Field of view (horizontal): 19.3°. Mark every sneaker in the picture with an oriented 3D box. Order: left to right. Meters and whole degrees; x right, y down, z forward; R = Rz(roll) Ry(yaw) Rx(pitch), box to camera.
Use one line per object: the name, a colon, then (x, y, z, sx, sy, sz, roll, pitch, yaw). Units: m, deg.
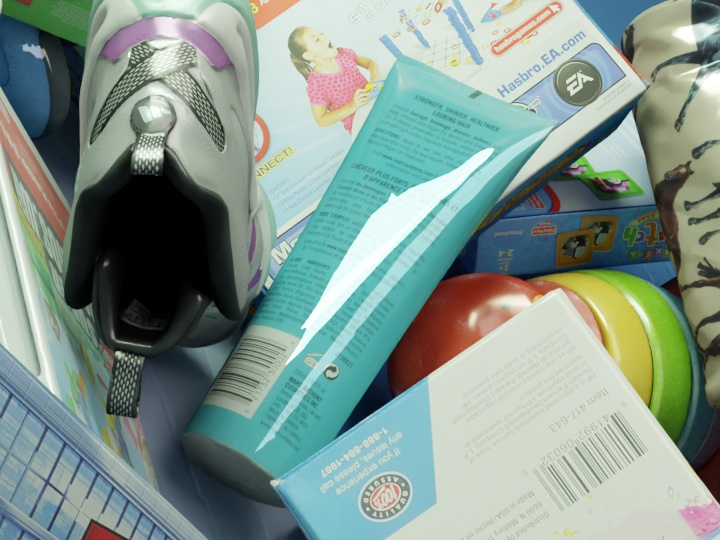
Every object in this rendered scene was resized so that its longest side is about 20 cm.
sneaker: (-0.197, -0.125, 0.843, 0.078, 0.066, 0.200, -31, 81, -43)
sneaker: (-0.075, 0.002, 0.771, 0.078, 0.200, 0.140, 0, 52, 4)

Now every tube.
tube: (0.000, 0.000, 0.859, 0.077, 0.050, 0.200, 27, 68, 15)

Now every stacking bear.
stacking bear: (0.095, 0.048, 0.959, 0.200, 0.114, 0.122, 11, 67, -45)

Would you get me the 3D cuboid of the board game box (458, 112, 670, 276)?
board game box: (0.124, -0.054, 1.058, 0.199, 0.037, 0.151, -6, 31, -17)

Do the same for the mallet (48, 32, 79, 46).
mallet: (-0.155, -0.152, 0.917, 0.066, 0.041, 0.200, 6, 33, -47)

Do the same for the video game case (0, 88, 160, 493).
video game case: (-0.103, 0.035, 0.754, 0.143, 0.017, 0.200, 68, 2, -56)

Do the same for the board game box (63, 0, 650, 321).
board game box: (-0.012, -0.091, 0.939, 0.200, 0.056, 0.196, -36, 82, -17)

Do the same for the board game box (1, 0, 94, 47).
board game box: (-0.137, -0.162, 0.844, 0.200, 0.029, 0.135, 21, 49, -21)

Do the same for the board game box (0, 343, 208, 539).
board game box: (-0.102, 0.127, 0.589, 0.200, 0.062, 0.200, 32, 69, -20)

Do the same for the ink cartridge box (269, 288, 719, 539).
ink cartridge box: (0.078, 0.134, 0.789, 0.200, 0.128, 0.125, 56, -6, 13)

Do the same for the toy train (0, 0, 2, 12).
toy train: (-0.163, -0.182, 0.788, 0.150, 0.056, 0.200, -30, 89, -16)

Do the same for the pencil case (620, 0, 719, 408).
pencil case: (0.175, -0.033, 0.938, 0.078, 0.089, 0.200, 7, 64, -40)
